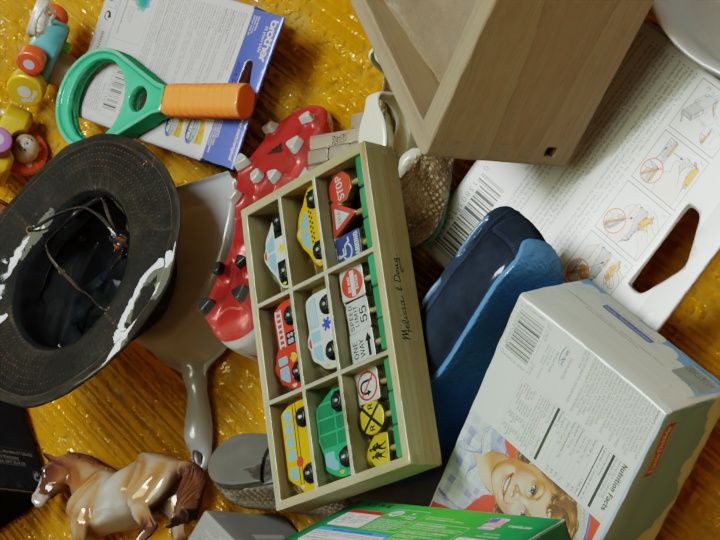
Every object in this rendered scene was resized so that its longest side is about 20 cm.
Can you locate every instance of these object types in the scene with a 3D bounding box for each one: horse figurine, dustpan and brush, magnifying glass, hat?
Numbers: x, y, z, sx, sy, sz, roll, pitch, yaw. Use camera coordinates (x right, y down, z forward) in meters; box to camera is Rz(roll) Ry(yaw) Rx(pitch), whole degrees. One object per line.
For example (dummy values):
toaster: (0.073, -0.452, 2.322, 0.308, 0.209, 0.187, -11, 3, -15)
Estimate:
horse figurine: (-0.169, 0.175, 1.153, 0.199, 0.050, 0.133, -21, 40, 37)
dustpan and brush: (-0.127, 0.044, 1.172, 0.139, 0.057, 0.201, -15, 65, 36)
magnifying glass: (-0.155, -0.124, 1.188, 0.199, 0.022, 0.080, 6, 83, 39)
hat: (-0.188, 0.010, 1.143, 0.200, 0.081, 0.202, -13, 63, 27)

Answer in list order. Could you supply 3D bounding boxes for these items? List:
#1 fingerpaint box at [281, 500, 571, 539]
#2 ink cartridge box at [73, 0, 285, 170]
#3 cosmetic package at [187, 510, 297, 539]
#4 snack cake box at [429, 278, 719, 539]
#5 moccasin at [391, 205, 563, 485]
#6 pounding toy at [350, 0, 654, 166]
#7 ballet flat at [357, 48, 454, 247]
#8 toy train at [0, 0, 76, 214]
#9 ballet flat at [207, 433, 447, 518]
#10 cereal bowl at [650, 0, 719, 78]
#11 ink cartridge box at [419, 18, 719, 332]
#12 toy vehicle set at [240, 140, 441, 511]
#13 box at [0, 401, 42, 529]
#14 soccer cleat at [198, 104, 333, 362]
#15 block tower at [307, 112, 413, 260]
fingerpaint box: (0.054, 0.222, 0.906, 0.200, 0.073, 0.168, -8, 102, 57)
ink cartridge box: (-0.132, -0.149, 1.213, 0.199, 0.042, 0.120, 21, 92, 43)
cosmetic package: (-0.098, 0.270, 1.075, 0.107, 0.090, 0.201, 40, 106, 34)
snack cake box: (0.115, 0.121, 0.931, 0.115, 0.067, 0.201, 40, 123, 32)
moccasin: (0.059, 0.048, 0.988, 0.200, 0.080, 0.068, -53, 38, 27)
pounding toy: (0.099, -0.198, 0.968, 0.201, 0.141, 0.185, -112, 35, -41)
ballet flat: (0.034, -0.114, 1.053, 0.070, 0.065, 0.201, -17, 55, 41)
toy train: (-0.260, -0.112, 1.261, 0.201, 0.055, 0.150, -65, 10, 3)
ballet flat: (-0.011, 0.142, 1.071, 0.199, 0.046, 0.068, -1, 48, 29)
cereal bowl: (0.264, -0.191, 0.924, 0.199, 0.083, 0.201, -9, 75, 34)
ink cartridge box: (0.154, -0.043, 0.992, 0.176, 0.045, 0.200, 45, 106, 34)
toy vehicle set: (-0.015, 0.036, 0.991, 0.124, 0.026, 0.201, -27, 64, 43)
box: (-0.372, 0.131, 1.273, 0.200, 0.123, 0.199, -34, 63, 22)
soccer cleat: (-0.051, -0.024, 1.121, 0.068, 0.085, 0.201, -14, 48, 36)
block tower: (0.000, 0.000, 1.085, 0.058, 0.054, 0.201, -7, 75, 33)
